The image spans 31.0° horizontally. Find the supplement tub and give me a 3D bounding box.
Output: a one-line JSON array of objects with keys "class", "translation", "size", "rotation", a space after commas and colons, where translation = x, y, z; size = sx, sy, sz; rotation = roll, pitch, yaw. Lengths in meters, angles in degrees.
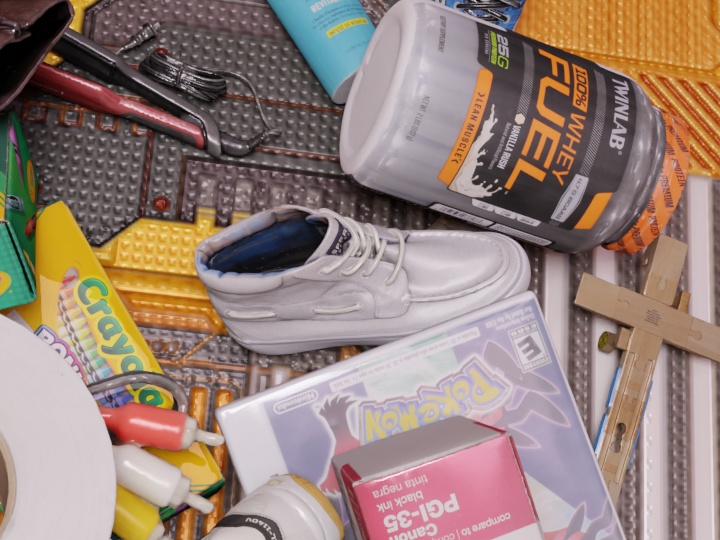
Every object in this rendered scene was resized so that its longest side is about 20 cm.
[{"class": "supplement tub", "translation": [0.097, -0.084, 0.819], "size": [0.200, 0.123, 0.123], "rotation": [16, 71, -16]}]

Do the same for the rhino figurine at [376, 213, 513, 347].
[{"class": "rhino figurine", "translation": [0.065, 0.018, 0.857], "size": [0.087, 0.060, 0.200], "rotation": [16, 67, 4]}]

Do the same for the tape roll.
[{"class": "tape roll", "translation": [-0.218, 0.116, 0.618], "size": [0.202, 0.071, 0.203], "rotation": [7, 60, -13]}]

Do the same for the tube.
[{"class": "tube", "translation": [-0.046, -0.211, 0.914], "size": [0.077, 0.050, 0.200], "rotation": [-23, 74, -30]}]

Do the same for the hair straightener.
[{"class": "hair straightener", "translation": [-0.143, -0.135, 0.870], "size": [0.200, 0.041, 0.077], "rotation": [20, 71, -5]}]

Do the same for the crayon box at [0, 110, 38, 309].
[{"class": "crayon box", "translation": [-0.283, -0.016, 0.722], "size": [0.199, 0.058, 0.119], "rotation": [-13, 38, -4]}]

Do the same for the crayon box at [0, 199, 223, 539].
[{"class": "crayon box", "translation": [-0.183, 0.074, 0.781], "size": [0.119, 0.058, 0.200], "rotation": [-29, 81, -18]}]

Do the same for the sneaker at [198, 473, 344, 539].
[{"class": "sneaker", "translation": [-0.090, 0.193, 0.707], "size": [0.076, 0.200, 0.088], "rotation": [39, 29, 17]}]

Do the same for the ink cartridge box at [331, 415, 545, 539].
[{"class": "ink cartridge box", "translation": [0.057, 0.184, 0.665], "size": [0.083, 0.147, 0.200], "rotation": [-17, 88, -7]}]

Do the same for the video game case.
[{"class": "video game case", "translation": [0.040, 0.130, 0.751], "size": [0.200, 0.023, 0.183], "rotation": [-20, 89, -9]}]

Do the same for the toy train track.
[{"class": "toy train track", "translation": [0.180, 0.073, 0.882], "size": [0.114, 0.033, 0.200], "rotation": [22, 76, -12]}]

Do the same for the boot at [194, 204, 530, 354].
[{"class": "boot", "translation": [0.000, 0.000, 0.792], "size": [0.199, 0.096, 0.074], "rotation": [-12, 59, 10]}]

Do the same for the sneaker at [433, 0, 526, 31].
[{"class": "sneaker", "translation": [0.075, -0.182, 0.903], "size": [0.078, 0.089, 0.200], "rotation": [13, 74, -7]}]

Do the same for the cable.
[{"class": "cable", "translation": [-0.170, 0.081, 0.703], "size": [0.200, 0.050, 0.097], "rotation": [23, 73, -17]}]

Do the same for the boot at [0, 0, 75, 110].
[{"class": "boot", "translation": [-0.236, -0.146, 0.781], "size": [0.166, 0.072, 0.200], "rotation": [0, 41, 25]}]
